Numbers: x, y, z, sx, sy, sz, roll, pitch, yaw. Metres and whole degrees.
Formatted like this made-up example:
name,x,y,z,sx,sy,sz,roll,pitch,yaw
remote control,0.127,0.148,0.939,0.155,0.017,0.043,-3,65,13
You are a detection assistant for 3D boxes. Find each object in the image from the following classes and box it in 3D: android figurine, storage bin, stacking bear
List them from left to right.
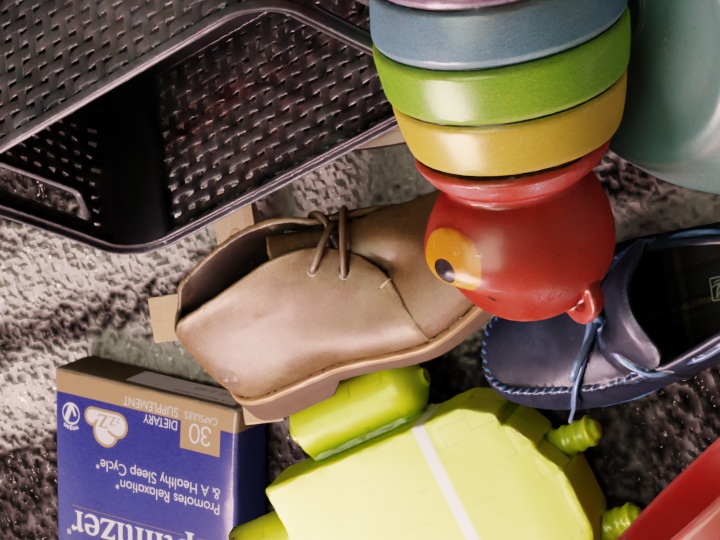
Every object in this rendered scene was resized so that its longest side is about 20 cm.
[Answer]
name,x,y,z,sx,sy,sz,roll,pitch,yaw
storage bin,-0.079,-0.097,1.086,0.199,0.135,0.094,-27,61,31
android figurine,0.037,0.130,1.177,0.199,0.041,0.183,-26,96,25
stacking bear,0.057,-0.073,1.002,0.121,0.113,0.202,17,126,43

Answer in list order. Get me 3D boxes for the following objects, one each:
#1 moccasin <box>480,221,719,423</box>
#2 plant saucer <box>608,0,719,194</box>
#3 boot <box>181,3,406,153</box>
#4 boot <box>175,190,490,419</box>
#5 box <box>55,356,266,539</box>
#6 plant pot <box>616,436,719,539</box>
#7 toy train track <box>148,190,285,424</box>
name,x,y,z,sx,sy,sz,roll,pitch,yaw
moccasin,0.129,0.008,1.074,0.199,0.068,0.081,-24,73,32
plant saucer,0.115,-0.119,1.027,0.200,0.036,0.201,40,143,38
boot,-0.007,-0.094,1.149,0.199,0.073,0.076,2,98,37
boot,0.000,0.000,1.121,0.199,0.074,0.075,-29,128,27
box,-0.105,0.154,1.303,0.120,0.032,0.202,10,109,32
plant pot,0.204,0.144,1.005,0.177,0.200,0.200,46,124,3
toy train track,-0.012,0.011,1.205,0.199,0.032,0.116,-8,91,30
